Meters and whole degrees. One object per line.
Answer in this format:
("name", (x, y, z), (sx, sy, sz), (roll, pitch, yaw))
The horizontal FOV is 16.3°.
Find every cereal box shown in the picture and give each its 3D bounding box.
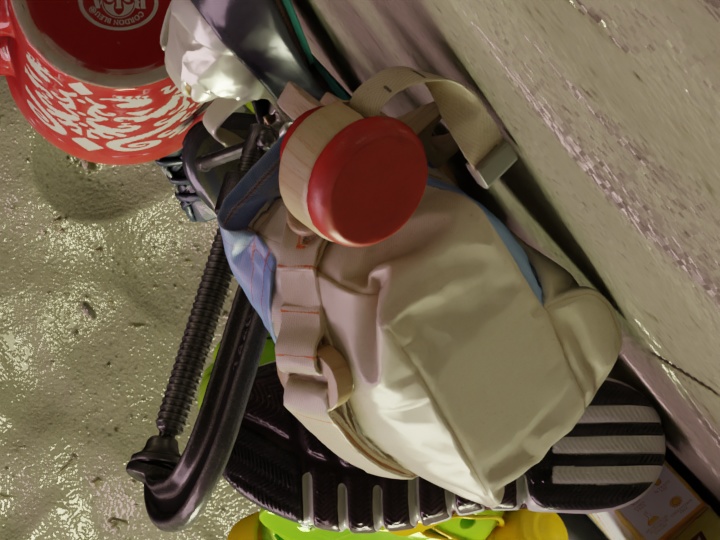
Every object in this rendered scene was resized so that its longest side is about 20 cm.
("cereal box", (0.127, 0.106, 1.222), (0.144, 0.040, 0.200), (53, 177, -41))

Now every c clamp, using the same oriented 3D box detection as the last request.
("c clamp", (-0.059, 0.022, 1.079), (0.027, 0.200, 0.171), (22, 160, -17))

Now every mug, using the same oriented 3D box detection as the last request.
("mug", (-0.142, -0.120, 1.305), (0.134, 0.177, 0.200), (57, 173, 0))

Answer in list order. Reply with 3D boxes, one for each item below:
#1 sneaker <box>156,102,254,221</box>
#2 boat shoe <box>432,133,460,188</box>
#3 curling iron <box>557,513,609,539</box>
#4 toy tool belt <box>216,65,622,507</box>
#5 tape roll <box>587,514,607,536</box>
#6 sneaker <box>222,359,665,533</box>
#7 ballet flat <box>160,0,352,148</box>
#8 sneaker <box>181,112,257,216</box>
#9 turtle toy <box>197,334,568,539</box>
("sneaker", (-0.094, -0.076, 1.491), (0.200, 0.074, 0.081), (23, -126, -51))
("boat shoe", (0.019, -0.001, 1.093), (0.072, 0.072, 0.200), (64, -179, 19))
("curling iron", (0.088, 0.125, 1.313), (0.200, 0.050, 0.026), (40, 151, 12))
("toy tool belt", (0.002, -0.006, 0.927), (0.123, 0.125, 0.200), (36, 167, 44))
("tape roll", (0.094, 0.204, 1.395), (0.200, 0.200, 0.066), (51, 176, -7))
("sneaker", (0.040, 0.081, 1.111), (0.199, 0.076, 0.115), (4, 175, 15))
("ballet flat", (-0.049, -0.092, 1.153), (0.073, 0.073, 0.200), (49, 177, 34))
("sneaker", (-0.013, -0.018, 1.334), (0.200, 0.074, 0.081), (36, -176, 8))
("turtle toy", (0.003, 0.098, 1.234), (0.200, 0.146, 0.101), (29, -127, -34))
